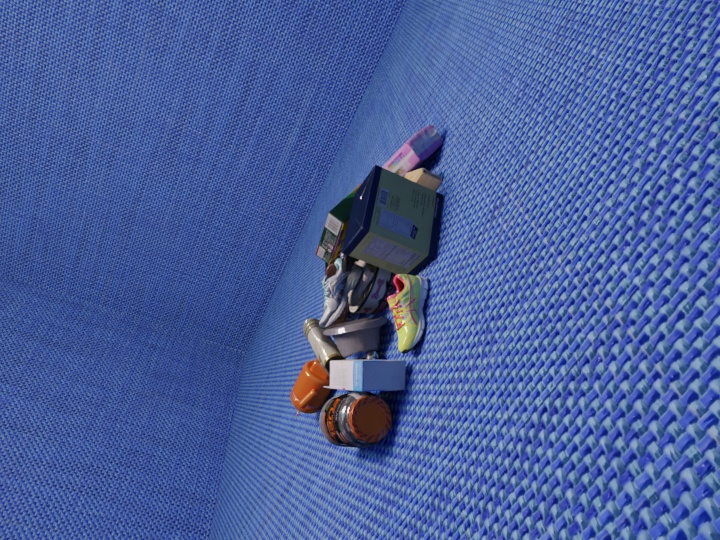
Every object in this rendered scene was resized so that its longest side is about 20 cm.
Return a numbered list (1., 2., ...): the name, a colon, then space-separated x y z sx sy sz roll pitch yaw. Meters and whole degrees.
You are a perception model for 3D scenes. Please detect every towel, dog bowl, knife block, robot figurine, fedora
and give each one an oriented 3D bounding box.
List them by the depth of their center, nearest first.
1. fedora: -0.007 0.181 1.420 0.200 0.176 0.091 158 101 -74
2. knife block: 0.140 -0.187 1.500 0.200 0.064 0.177 -166 96 -74
3. towel: 0.000 0.000 1.523 0.201 0.034 0.133 -94 28 -56
4. dog bowl: 0.040 0.037 1.537 0.200 0.073 0.202 -160 90 -75
5. robot figurine: -0.150 0.367 1.678 0.201 0.116 0.144 -63 35 21

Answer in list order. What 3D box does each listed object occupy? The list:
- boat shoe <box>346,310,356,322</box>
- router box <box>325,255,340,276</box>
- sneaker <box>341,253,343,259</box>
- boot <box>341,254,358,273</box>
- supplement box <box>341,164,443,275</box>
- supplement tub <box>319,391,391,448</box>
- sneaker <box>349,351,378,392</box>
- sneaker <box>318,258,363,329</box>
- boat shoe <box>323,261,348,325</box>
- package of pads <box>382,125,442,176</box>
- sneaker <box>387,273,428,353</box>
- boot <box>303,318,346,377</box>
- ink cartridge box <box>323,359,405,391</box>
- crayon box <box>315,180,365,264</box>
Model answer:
1. boat shoe: -0.039 0.132 1.649 0.065 0.073 0.202 -106 16 -67
2. router box: -0.070 0.055 1.762 0.200 0.052 0.158 -97 -10 -59
3. sneaker: -0.010 0.003 1.749 0.074 0.087 0.201 65 -164 -67
4. boot: 0.050 -0.054 1.422 0.069 0.173 0.201 111 -179 -59
5. supplement box: 0.083 -0.119 1.346 0.134 0.199 0.201 135 152 -56
6. supplement tub: -0.012 0.342 1.223 0.200 0.122 0.123 142 146 -62
7. sneaker: -0.012 0.267 1.395 0.200 0.082 0.071 -48 26 50
8. sneaker: -0.074 0.059 1.429 0.201 0.086 0.078 -64 12 -19
9. boat shoe: -0.067 0.074 1.590 0.075 0.074 0.204 -64 -22 -77
10. package of pads: 0.148 -0.334 1.573 0.120 0.076 0.200 -39 1 -27
11. sneaker: 0.098 0.095 1.228 0.078 0.090 0.201 -46 29 52
12. boot: -0.094 0.229 1.513 0.155 0.072 0.200 53 172 31
13. ink cartridge box: 0.003 0.242 1.237 0.200 0.114 0.068 -17 71 59
14. crayon box: -0.039 -0.136 1.521 0.173 0.058 0.200 -47 -11 -35
